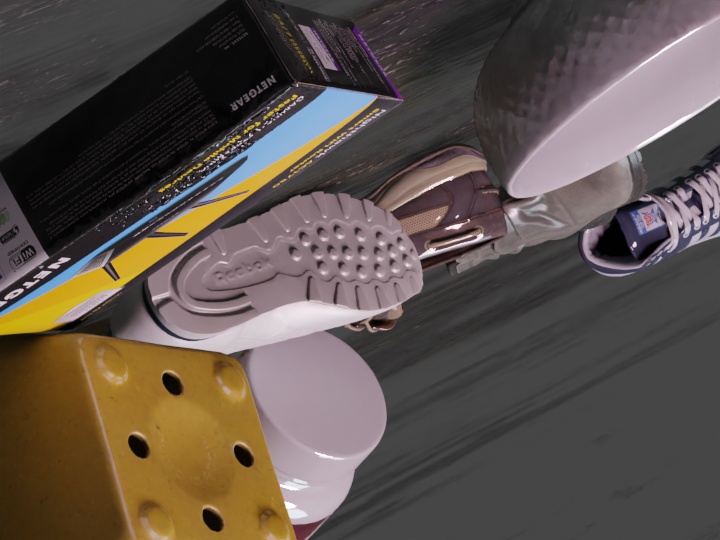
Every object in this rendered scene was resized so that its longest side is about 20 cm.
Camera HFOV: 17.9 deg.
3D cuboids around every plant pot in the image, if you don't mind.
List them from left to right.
[{"bbox_3d":[-0.146,0.130,1.132,0.200,0.196,0.194,-35,152,31],"label":"plant pot"}]

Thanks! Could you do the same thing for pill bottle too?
[{"bbox_3d":[-0.074,0.127,1.405,0.114,0.114,0.200,-19,157,-46],"label":"pill bottle"}]

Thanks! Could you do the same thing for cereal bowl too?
[{"bbox_3d":[0.139,-0.125,1.178,0.200,0.084,0.200,-29,169,-6],"label":"cereal bowl"}]

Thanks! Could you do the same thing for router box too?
[{"bbox_3d":[-0.092,-0.043,1.005,0.200,0.051,0.149,-33,171,16],"label":"router box"}]

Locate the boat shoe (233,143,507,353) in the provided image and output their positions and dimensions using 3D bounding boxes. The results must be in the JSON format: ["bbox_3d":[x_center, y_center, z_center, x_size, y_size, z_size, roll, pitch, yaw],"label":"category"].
[{"bbox_3d":[0.000,0.000,1.388,0.200,0.074,0.074,-32,169,8],"label":"boat shoe"}]

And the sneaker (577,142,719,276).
[{"bbox_3d":[0.266,-0.054,1.865,0.199,0.070,0.108,-30,171,13],"label":"sneaker"}]

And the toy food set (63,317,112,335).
[{"bbox_3d":[-0.189,0.091,1.362,0.197,0.049,0.200,-29,169,-6],"label":"toy food set"}]

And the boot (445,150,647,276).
[{"bbox_3d":[0.112,-0.046,1.520,0.130,0.068,0.200,-23,166,-10],"label":"boot"}]

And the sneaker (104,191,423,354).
[{"bbox_3d":[-0.054,0.010,1.304,0.199,0.077,0.080,-8,156,-37],"label":"sneaker"}]
